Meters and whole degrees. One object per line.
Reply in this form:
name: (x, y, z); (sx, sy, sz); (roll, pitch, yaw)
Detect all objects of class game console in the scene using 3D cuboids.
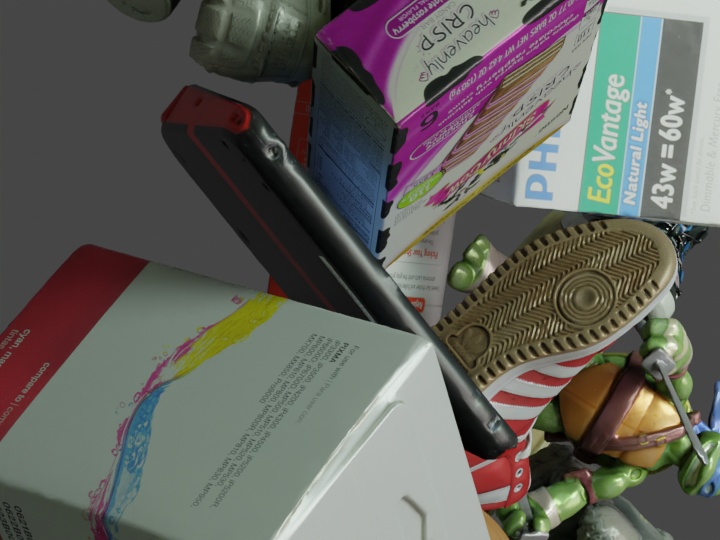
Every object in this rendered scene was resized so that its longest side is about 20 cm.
game console: (-0.012, -0.002, 1.191); (0.031, 0.177, 0.200); (-42, 105, -10)

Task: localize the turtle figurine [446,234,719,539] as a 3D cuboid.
turtle figurine: (0.114, 0.077, 1.418); (0.200, 0.193, 0.144); (-46, 163, -41)

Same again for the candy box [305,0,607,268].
candy box: (0.044, -0.088, 1.187); (0.136, 0.061, 0.200); (-39, 168, -13)

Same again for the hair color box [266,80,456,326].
hair color box: (0.000, 0.000, 1.379); (0.101, 0.061, 0.202); (6, 93, -60)

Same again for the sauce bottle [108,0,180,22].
sauce bottle: (-0.062, -0.202, 1.205); (0.201, 0.064, 0.065); (-63, 146, -32)

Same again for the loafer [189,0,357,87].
loafer: (-0.032, -0.125, 1.224); (0.200, 0.069, 0.070); (-68, 175, -71)

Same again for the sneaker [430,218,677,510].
sneaker: (0.090, 0.056, 1.356); (0.199, 0.071, 0.113); (-34, 147, 3)

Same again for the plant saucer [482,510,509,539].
plant saucer: (-0.019, 0.154, 1.228); (0.200, 0.199, 0.038); (-48, 140, -44)

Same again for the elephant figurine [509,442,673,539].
elephant figurine: (0.088, 0.211, 1.536); (0.200, 0.142, 0.155); (-43, 110, 7)

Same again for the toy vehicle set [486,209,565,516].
toy vehicle set: (0.096, 0.063, 1.605); (0.200, 0.026, 0.125); (-45, 135, -46)

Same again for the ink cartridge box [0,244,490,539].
ink cartridge box: (-0.067, 0.104, 1.138); (0.145, 0.199, 0.146); (-52, 140, -33)

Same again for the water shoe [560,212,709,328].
water shoe: (0.169, -0.024, 1.529); (0.072, 0.079, 0.200); (52, 4, -13)

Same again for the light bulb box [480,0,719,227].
light bulb box: (0.127, -0.134, 1.407); (0.200, 0.124, 0.200); (-147, -117, -77)
